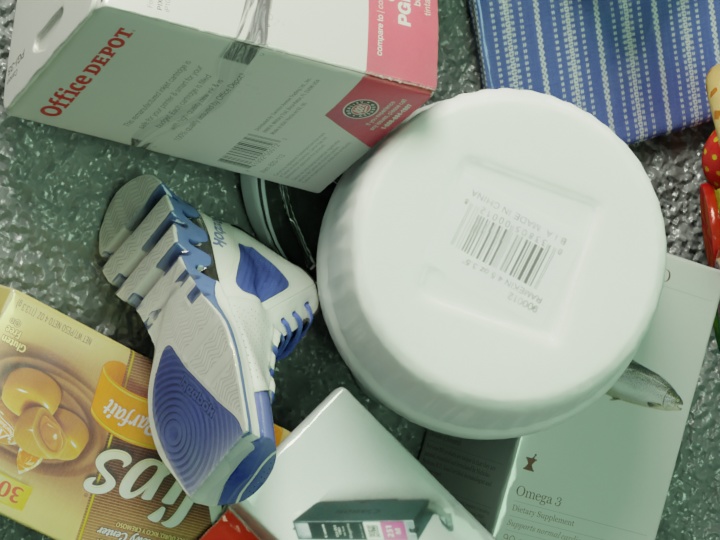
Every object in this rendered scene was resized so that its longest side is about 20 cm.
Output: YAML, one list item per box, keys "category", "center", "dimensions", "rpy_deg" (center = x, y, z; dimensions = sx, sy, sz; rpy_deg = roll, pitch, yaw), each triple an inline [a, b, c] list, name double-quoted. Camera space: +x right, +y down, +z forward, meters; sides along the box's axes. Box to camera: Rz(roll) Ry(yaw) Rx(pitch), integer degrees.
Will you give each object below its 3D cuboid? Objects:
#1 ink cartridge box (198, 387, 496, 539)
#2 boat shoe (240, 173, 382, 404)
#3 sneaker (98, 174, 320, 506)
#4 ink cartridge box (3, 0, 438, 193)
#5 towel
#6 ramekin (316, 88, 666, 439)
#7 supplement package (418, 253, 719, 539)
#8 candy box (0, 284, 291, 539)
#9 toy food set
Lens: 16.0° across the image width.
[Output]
- category: "ink cartridge box"
  center: [-0.003, 0.197, 1.451]
  dimensions: [0.200, 0.044, 0.174]
  rpy_deg: [45, 71, 1]
- category: "boat shoe"
  center: [-0.002, 0.002, 1.518]
  dimensions: [0.073, 0.068, 0.200]
  rpy_deg: [-32, 110, -22]
- category: "sneaker"
  center: [-0.066, 0.037, 1.442]
  dimensions: [0.115, 0.200, 0.081]
  rpy_deg: [14, 132, -40]
- category: "ink cartridge box"
  center: [-0.077, -0.125, 1.400]
  dimensions: [0.199, 0.146, 0.083]
  rpy_deg: [13, 64, -25]
- category: "towel"
  center: [0.159, -0.150, 1.617]
  dimensions: [0.199, 0.024, 0.146]
  rpy_deg: [-17, 106, -24]
- category: "ramekin"
  center: [0.078, -0.007, 1.440]
  dimensions: [0.199, 0.098, 0.202]
  rpy_deg: [1, 83, -6]
- category: "supplement package"
  center: [0.124, 0.077, 1.567]
  dimensions: [0.116, 0.117, 0.201]
  rpy_deg: [16, 88, -25]
- category: "candy box"
  center: [-0.150, 0.101, 1.457]
  dimensions: [0.200, 0.055, 0.116]
  rpy_deg: [30, 82, -29]
- category: "toy food set"
  center: [0.242, -0.028, 1.589]
  dimensions: [0.048, 0.200, 0.199]
  rpy_deg: [-7, 88, 2]
